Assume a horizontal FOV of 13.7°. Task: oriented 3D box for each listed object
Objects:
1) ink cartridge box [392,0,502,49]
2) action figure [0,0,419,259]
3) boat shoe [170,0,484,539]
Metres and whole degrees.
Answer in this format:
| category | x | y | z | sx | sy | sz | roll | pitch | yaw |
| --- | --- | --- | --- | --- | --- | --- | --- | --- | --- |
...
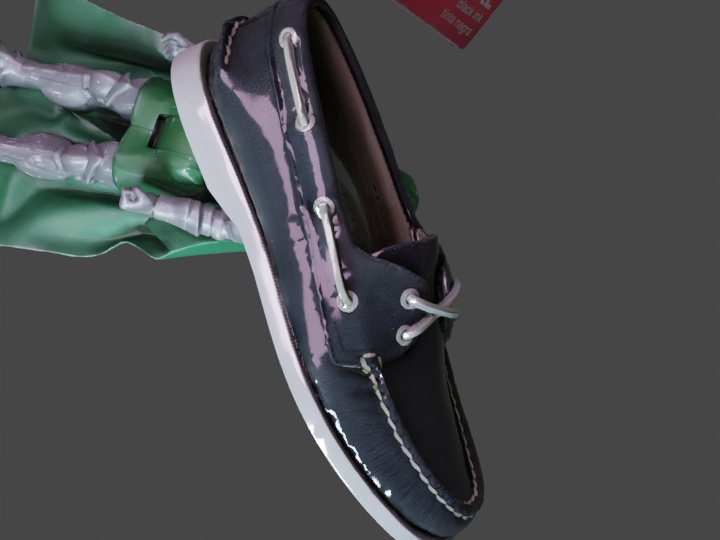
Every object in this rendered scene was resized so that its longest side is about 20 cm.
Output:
| category | x | y | z | sx | sy | sz | roll | pitch | yaw |
| --- | --- | --- | --- | --- | --- | --- | --- | --- | --- |
| ink cartridge box | 0.040 | -0.209 | 1.111 | 0.200 | 0.084 | 0.145 | -50 | 60 | 6 |
| action figure | -0.066 | -0.047 | 1.138 | 0.199 | 0.055 | 0.119 | 12 | 78 | 25 |
| boat shoe | 0.000 | 0.000 | 1.050 | 0.060 | 0.076 | 0.201 | -27 | 89 | 23 |
